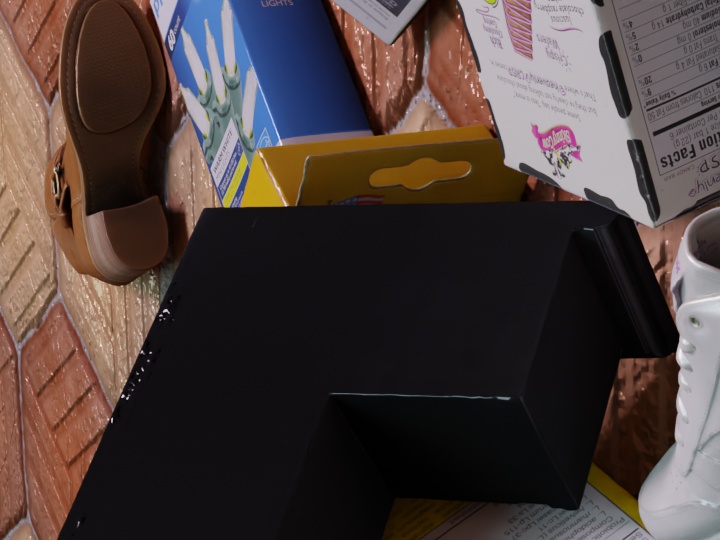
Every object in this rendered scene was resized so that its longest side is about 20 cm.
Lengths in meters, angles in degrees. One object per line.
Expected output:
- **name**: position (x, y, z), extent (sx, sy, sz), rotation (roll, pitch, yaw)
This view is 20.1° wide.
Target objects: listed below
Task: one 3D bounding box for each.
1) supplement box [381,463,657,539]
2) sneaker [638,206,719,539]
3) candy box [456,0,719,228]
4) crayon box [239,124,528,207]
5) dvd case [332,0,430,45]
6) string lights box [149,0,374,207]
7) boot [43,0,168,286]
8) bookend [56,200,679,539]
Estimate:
- **supplement box**: position (0.063, 0.141, 0.873), extent (0.200, 0.109, 0.110), rotation (40, 160, 55)
- **sneaker**: position (0.143, 0.027, 0.723), extent (0.200, 0.099, 0.075), rotation (-57, 3, 45)
- **candy box**: position (0.081, -0.128, 0.781), extent (0.136, 0.061, 0.201), rotation (34, 144, 65)
- **crayon box**: position (0.000, 0.000, 0.985), extent (0.051, 0.127, 0.200), rotation (61, 146, 37)
- **dvd case**: position (-0.001, -0.202, 0.947), extent (0.150, 0.025, 0.200), rotation (38, 149, -4)
- **string lights box**: position (-0.055, -0.107, 1.144), extent (0.103, 0.059, 0.200), rotation (118, 137, -52)
- **boot**: position (-0.188, -0.088, 1.412), extent (0.155, 0.073, 0.201), rotation (175, 90, -68)
- **bookend**: position (0.005, 0.075, 0.818), extent (0.092, 0.199, 0.199), rotation (60, -141, -43)
